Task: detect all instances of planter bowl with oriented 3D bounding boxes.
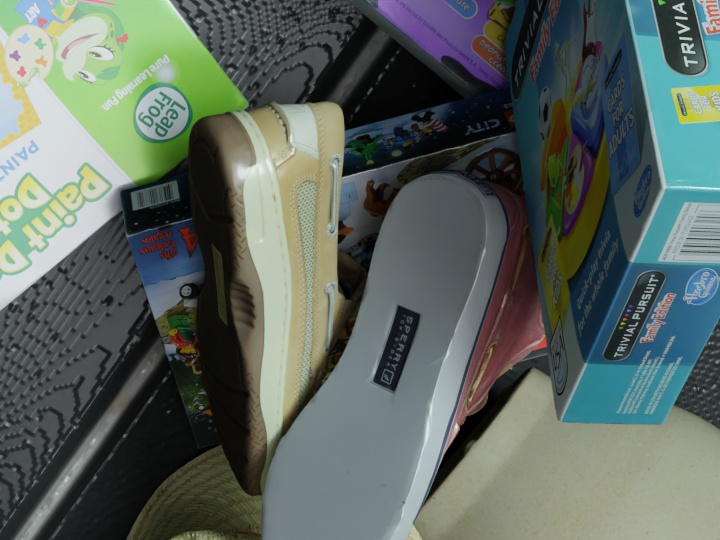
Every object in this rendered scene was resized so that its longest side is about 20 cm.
[{"bbox_3d":[0.097,0.135,0.889,0.135,0.200,0.200,40,91,4],"label":"planter bowl"}]

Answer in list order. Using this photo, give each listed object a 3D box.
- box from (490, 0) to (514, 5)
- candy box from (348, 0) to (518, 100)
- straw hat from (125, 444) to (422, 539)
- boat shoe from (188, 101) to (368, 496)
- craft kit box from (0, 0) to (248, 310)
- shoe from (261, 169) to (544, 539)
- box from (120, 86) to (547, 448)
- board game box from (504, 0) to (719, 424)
[{"bbox_3d":[0.100,-0.211,0.777,0.117,0.048,0.201,8,104,-18],"label":"box"},{"bbox_3d":[0.071,-0.195,0.836,0.168,0.072,0.200,37,92,-23],"label":"candy box"},{"bbox_3d":[-0.062,0.166,0.823,0.201,0.201,0.085,-52,151,2],"label":"straw hat"},{"bbox_3d":[-0.028,0.016,0.787,0.076,0.072,0.201,-17,133,-22],"label":"boat shoe"},{"bbox_3d":[-0.186,-0.090,0.800,0.200,0.049,0.198,-40,116,-4],"label":"craft kit box"},{"bbox_3d":[0.029,0.055,0.785,0.091,0.071,0.201,8,106,-58],"label":"shoe"},{"bbox_3d":[0.000,0.000,0.845,0.199,0.038,0.137,-15,128,-2],"label":"box"},{"bbox_3d":[0.103,-0.064,0.700,0.047,0.201,0.151,2,144,-9],"label":"board game box"}]
